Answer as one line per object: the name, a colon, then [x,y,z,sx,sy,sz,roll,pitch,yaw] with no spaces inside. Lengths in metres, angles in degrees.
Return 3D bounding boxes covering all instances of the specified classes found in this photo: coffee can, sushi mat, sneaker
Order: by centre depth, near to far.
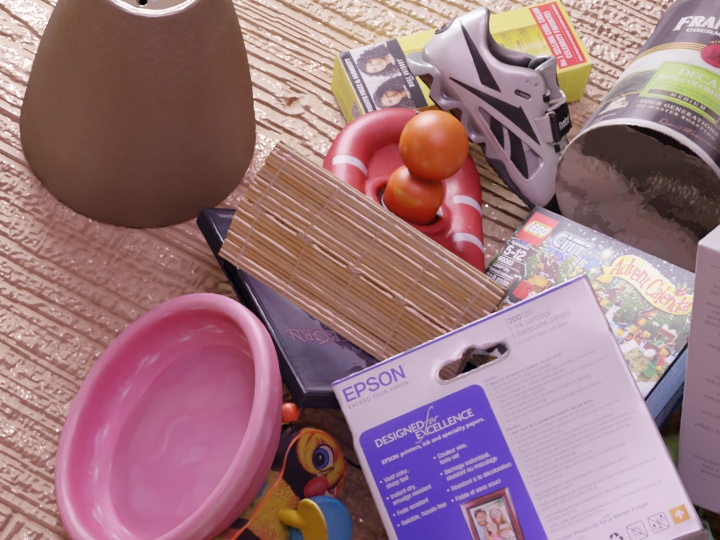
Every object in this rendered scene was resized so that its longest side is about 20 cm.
sushi mat: [0.000,0.000,1.618,0.199,0.096,0.012,33,17,8]
coffee can: [0.254,-0.103,1.752,0.146,0.147,0.200,30,47,10]
sneaker: [0.132,-0.116,1.760,0.200,0.088,0.074,46,19,-14]

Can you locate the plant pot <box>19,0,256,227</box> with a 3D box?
plant pot: [-0.163,-0.164,1.716,0.185,0.201,0.189,4,59,-6]

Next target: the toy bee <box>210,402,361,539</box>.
toy bee: [-0.055,0.150,1.596,0.130,0.109,0.200,-10,31,38]

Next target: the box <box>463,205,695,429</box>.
box: [0.161,0.043,1.658,0.199,0.038,0.137,26,72,45]

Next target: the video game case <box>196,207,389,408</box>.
video game case: [-0.022,0.027,1.669,0.142,0.019,0.200,3,38,-34]

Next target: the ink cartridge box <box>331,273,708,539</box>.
ink cartridge box: [0.105,0.129,1.543,0.197,0.043,0.201,-22,66,0]

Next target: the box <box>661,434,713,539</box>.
box: [0.147,0.195,1.583,0.198,0.036,0.145,-7,61,-15]

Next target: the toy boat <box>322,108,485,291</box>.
toy boat: [0.041,-0.062,1.698,0.129,0.131,0.201,18,33,-11]

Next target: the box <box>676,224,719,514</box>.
box: [0.294,0.069,1.543,0.124,0.202,0.097,19,32,30]

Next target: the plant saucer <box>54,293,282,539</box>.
plant saucer: [-0.126,0.116,1.585,0.051,0.200,0.202,34,46,-40]

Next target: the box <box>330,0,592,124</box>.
box: [0.081,-0.155,1.836,0.198,0.050,0.076,-14,61,-17]

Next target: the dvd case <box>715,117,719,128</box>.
dvd case: [0.357,-0.067,1.589,0.200,0.022,0.146,43,40,14]
